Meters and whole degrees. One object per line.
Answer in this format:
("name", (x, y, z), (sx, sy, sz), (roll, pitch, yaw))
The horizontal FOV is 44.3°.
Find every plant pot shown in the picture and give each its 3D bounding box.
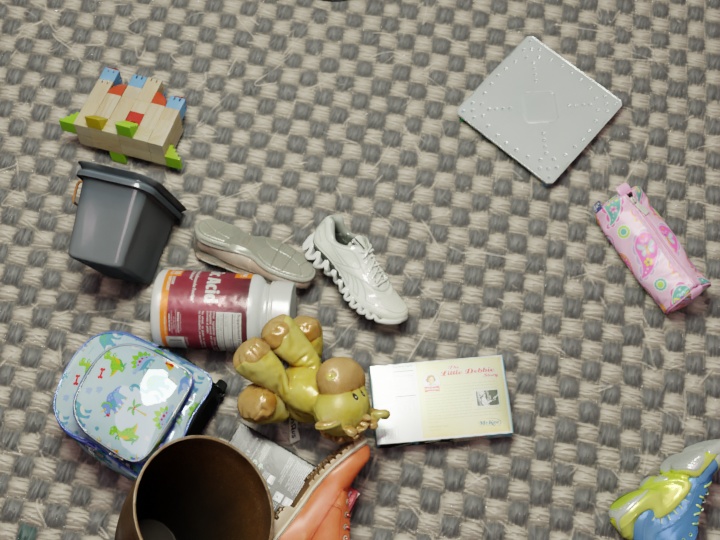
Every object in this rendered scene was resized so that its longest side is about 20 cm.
("plant pot", (-0.238, 0.338, 1.141), (0.186, 0.200, 0.188), (20, 50, -26))

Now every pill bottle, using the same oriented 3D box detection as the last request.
("pill bottle", (-0.197, 0.060, 1.295), (0.198, 0.114, 0.115), (3, 70, 1))

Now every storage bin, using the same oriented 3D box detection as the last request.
("storage bin", (-0.360, -0.064, 1.307), (0.144, 0.200, 0.135), (13, 80, 5))

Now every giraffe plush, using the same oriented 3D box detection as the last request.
("giraffe plush", (-0.056, 0.166, 1.193), (0.161, 0.201, 0.172), (10, 37, 44))

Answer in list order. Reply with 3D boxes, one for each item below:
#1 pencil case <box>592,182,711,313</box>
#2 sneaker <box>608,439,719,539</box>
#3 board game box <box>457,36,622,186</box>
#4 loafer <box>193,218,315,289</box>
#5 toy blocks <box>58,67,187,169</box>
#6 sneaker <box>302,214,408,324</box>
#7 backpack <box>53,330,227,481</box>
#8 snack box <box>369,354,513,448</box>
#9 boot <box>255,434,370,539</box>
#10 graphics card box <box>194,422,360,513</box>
("pencil case", (0.441, -0.035, 1.344), (0.087, 0.088, 0.201), (-27, 73, -9))
("sneaker", (0.446, 0.322, 1.228), (0.199, 0.076, 0.106), (-32, 85, -3))
("board game box", (0.294, -0.263, 1.459), (0.200, 0.026, 0.200), (40, 75, 14))
("loafer", (-0.164, -0.015, 1.360), (0.199, 0.063, 0.072), (24, 39, 5))
("toy blocks", (-0.362, -0.255, 1.432), (0.198, 0.100, 0.138), (15, 59, 6))
("sneaker", (0.000, 0.000, 1.324), (0.200, 0.081, 0.075), (44, 33, 12))
("backpack", (-0.321, 0.182, 1.235), (0.199, 0.147, 0.184), (24, 69, 12))
("snack box", (0.116, 0.190, 1.287), (0.198, 0.037, 0.117), (-4, 70, -1))
("boot", (-0.039, 0.317, 1.179), (0.107, 0.075, 0.200), (41, 76, 2))
("graphics card box", (-0.115, 0.317, 1.235), (0.199, 0.051, 0.126), (28, 73, 8))
